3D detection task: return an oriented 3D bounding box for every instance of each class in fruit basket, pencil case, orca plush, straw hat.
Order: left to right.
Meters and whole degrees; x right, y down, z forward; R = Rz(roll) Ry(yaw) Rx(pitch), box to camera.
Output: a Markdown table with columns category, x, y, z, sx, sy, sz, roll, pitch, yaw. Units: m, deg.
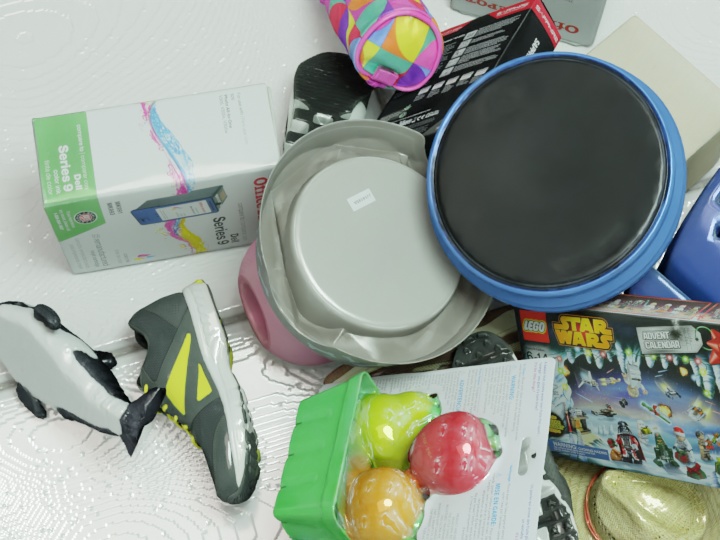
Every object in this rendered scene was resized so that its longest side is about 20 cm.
| category | x | y | z | sx | sy | sz | roll | pitch | yaw |
| --- | --- | --- | --- | --- | --- | --- | --- | --- | --- |
| orca plush | -0.226 | 0.074 | 1.233 | 0.199 | 0.106 | 0.071 | 15 | 25 | 38 |
| pencil case | 0.010 | -0.234 | 1.326 | 0.088 | 0.089 | 0.200 | -15 | 36 | -7 |
| fruit basket | 0.043 | 0.151 | 1.099 | 0.198 | 0.094 | 0.186 | -4 | 47 | 18 |
| straw hat | 0.231 | 0.192 | 1.193 | 0.199 | 0.085 | 0.203 | 0 | 68 | -1 |

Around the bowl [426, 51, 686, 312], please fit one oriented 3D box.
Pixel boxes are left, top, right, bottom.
| category | x | y | z | sx | sy | sz | roll | pitch | yaw |
| --- | --- | --- | --- | --- | --- | --- | --- | --- | --- |
| bowl | 0.144 | -0.070 | 1.121 | 0.199 | 0.039 | 0.202 | -4 | 78 | 17 |

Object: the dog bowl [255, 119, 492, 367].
| category | x | y | z | sx | sy | sz | roll | pitch | yaw |
| --- | --- | --- | --- | --- | --- | --- | --- | --- | --- |
| dog bowl | 0.008 | -0.016 | 1.168 | 0.198 | 0.059 | 0.202 | 7 | 68 | -19 |

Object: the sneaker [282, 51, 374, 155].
| category | x | y | z | sx | sy | sz | roll | pitch | yaw |
| --- | --- | --- | --- | --- | --- | --- | --- | --- | --- |
| sneaker | -0.037 | -0.118 | 1.329 | 0.074 | 0.089 | 0.201 | 16 | 43 | 2 |

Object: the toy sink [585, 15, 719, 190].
| category | x | y | z | sx | sy | sz | roll | pitch | yaw |
| --- | --- | --- | --- | --- | --- | --- | --- | --- | --- |
| toy sink | 0.210 | -0.098 | 1.300 | 0.200 | 0.112 | 0.130 | -41 | 73 | -16 |

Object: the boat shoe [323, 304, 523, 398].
| category | x | y | z | sx | sy | sz | roll | pitch | yaw |
| --- | --- | --- | --- | --- | --- | --- | --- | --- | --- |
| boat shoe | 0.072 | 0.086 | 1.225 | 0.201 | 0.075 | 0.075 | -18 | 80 | -14 |

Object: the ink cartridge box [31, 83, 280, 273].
| category | x | y | z | sx | sy | sz | roll | pitch | yaw |
| --- | --- | --- | --- | --- | --- | --- | --- | --- | --- |
| ink cartridge box | -0.165 | -0.077 | 1.265 | 0.198 | 0.146 | 0.088 | -11 | 68 | -6 |

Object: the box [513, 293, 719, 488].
| category | x | y | z | sx | sy | sz | roll | pitch | yaw |
| --- | --- | --- | --- | --- | --- | --- | --- | --- | --- |
| box | 0.216 | 0.088 | 1.140 | 0.199 | 0.138 | 0.040 | 5 | 24 | 43 |

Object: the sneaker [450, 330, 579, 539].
| category | x | y | z | sx | sy | sz | roll | pitch | yaw |
| --- | --- | --- | --- | --- | --- | --- | --- | --- | --- |
| sneaker | 0.122 | 0.148 | 1.181 | 0.066 | 0.091 | 0.201 | -21 | 72 | 6 |

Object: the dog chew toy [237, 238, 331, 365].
| category | x | y | z | sx | sy | sz | roll | pitch | yaw |
| --- | --- | --- | --- | --- | --- | --- | --- | --- | --- |
| dog chew toy | 0.000 | 0.000 | 1.254 | 0.199 | 0.125 | 0.125 | -21 | 69 | -17 |

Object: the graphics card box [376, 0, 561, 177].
| category | x | y | z | sx | sy | sz | roll | pitch | yaw |
| --- | --- | --- | --- | --- | --- | --- | --- | --- | --- |
| graphics card box | 0.085 | -0.150 | 1.283 | 0.051 | 0.125 | 0.200 | 55 | 42 | -23 |

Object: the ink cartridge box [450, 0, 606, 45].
| category | x | y | z | sx | sy | sz | roll | pitch | yaw |
| --- | --- | --- | --- | --- | --- | --- | --- | --- | --- |
| ink cartridge box | 0.166 | -0.306 | 1.340 | 0.145 | 0.200 | 0.084 | 17 | 65 | 5 |

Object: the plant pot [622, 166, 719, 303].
| category | x | y | z | sx | sy | sz | roll | pitch | yaw |
| --- | --- | --- | --- | --- | --- | --- | --- | --- | --- |
| plant pot | 0.319 | 0.036 | 1.205 | 0.180 | 0.200 | 0.200 | -43 | 75 | -11 |

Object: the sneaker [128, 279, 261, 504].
| category | x | y | z | sx | sy | sz | roll | pitch | yaw |
| --- | --- | --- | --- | --- | --- | --- | --- | --- | --- |
| sneaker | -0.139 | 0.107 | 1.236 | 0.084 | 0.075 | 0.201 | -17 | 60 | -2 |
